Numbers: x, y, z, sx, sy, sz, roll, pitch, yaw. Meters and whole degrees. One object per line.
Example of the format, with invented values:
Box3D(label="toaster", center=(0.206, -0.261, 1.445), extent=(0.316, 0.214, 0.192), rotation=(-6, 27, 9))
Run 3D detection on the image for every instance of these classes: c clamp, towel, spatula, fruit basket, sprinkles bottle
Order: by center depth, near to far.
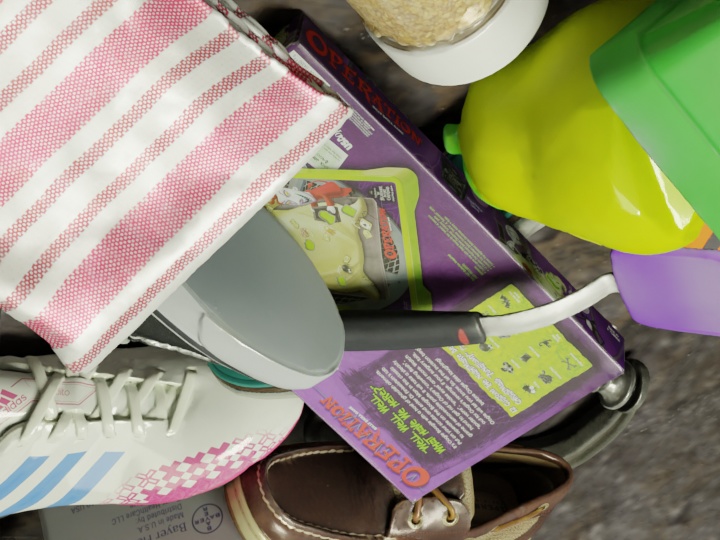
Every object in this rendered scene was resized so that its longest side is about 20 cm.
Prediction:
Box3D(label="sprinkles bottle", center=(-0.005, -0.137, 0.821), extent=(0.068, 0.068, 0.200), rotation=(-26, 145, 17))
Box3D(label="towel", center=(-0.118, -0.062, 0.836), extent=(0.146, 0.030, 0.200), rotation=(-44, 118, 13))
Box3D(label="fruit basket", center=(0.138, -0.050, 0.881), extent=(0.216, 0.156, 0.216), rotation=(-39, 180, 0))
Box3D(label="spatula", center=(0.064, 0.016, 0.955), extent=(0.200, 0.021, 0.057), rotation=(-7, 140, 16))
Box3D(label="c clamp", center=(0.064, 0.060, 1.178), extent=(0.200, 0.027, 0.171), rotation=(15, 138, -38))

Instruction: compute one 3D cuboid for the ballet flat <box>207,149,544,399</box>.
Box3D(label="ballet flat", center=(0.020, -0.003, 1.044), extent=(0.200, 0.070, 0.069), rotation=(-35, 142, 28))

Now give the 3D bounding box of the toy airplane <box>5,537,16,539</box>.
Box3D(label="toy airplane", center=(-0.269, 0.218, 1.179), extent=(0.199, 0.141, 0.200), rotation=(-9, 138, -45))

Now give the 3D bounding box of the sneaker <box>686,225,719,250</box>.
Box3D(label="sneaker", center=(0.206, -0.026, 1.027), extent=(0.077, 0.112, 0.200), rotation=(11, 139, -33))

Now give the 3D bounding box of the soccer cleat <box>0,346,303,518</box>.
Box3D(label="soccer cleat", center=(-0.124, 0.068, 1.076), extent=(0.200, 0.070, 0.086), rotation=(-14, 150, 0))

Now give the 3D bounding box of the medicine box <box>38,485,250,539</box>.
Box3D(label="medicine box", center=(-0.064, 0.199, 1.176), extent=(0.103, 0.200, 0.182), rotation=(-20, 146, 9))

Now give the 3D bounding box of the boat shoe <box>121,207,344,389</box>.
Box3D(label="boat shoe", center=(-0.099, -0.008, 0.934), extent=(0.199, 0.074, 0.068), rotation=(30, 133, -22))

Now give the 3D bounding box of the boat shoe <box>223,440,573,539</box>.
Box3D(label="boat shoe", center=(0.024, 0.103, 1.155), extent=(0.200, 0.072, 0.072), rotation=(11, 140, -42))

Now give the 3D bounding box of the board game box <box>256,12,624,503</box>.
Box3D(label="board game box", center=(0.000, 0.000, 0.986), extent=(0.120, 0.032, 0.200), rotation=(-36, 114, 23))
